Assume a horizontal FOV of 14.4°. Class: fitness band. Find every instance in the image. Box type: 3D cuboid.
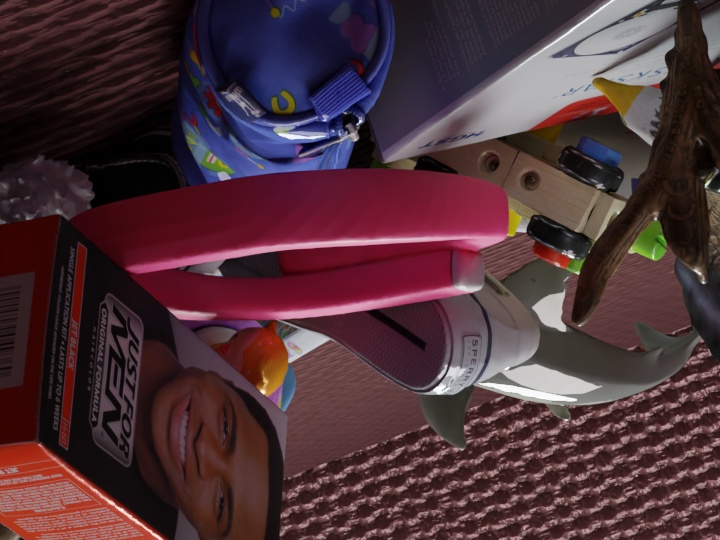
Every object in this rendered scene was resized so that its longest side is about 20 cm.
[{"bbox_3d":[-0.032,-0.008,1.185,0.199,0.038,0.143,-11,168,39],"label":"fitness band"}]

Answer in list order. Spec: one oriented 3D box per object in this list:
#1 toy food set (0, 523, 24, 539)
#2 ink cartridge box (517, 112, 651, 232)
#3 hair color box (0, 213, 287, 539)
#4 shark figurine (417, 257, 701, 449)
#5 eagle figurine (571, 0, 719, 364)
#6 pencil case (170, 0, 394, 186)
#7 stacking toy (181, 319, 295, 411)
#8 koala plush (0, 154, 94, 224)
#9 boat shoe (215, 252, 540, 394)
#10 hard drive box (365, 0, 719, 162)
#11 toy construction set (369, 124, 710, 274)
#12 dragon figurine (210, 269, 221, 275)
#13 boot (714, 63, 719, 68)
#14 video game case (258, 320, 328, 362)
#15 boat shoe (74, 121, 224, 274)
[{"bbox_3d":[-0.180,0.091,1.308,0.198,0.049,0.200,-40,-152,-1],"label":"toy food set"},{"bbox_3d":[0.182,-0.062,1.486,0.196,0.044,0.200,4,-159,38],"label":"ink cartridge box"},{"bbox_3d":[-0.102,0.068,1.171,0.061,0.102,0.200,-9,151,23],"label":"hair color box"},{"bbox_3d":[0.098,0.022,1.357,0.213,0.128,0.090,9,126,-21],"label":"shark figurine"},{"bbox_3d":[0.160,-0.041,1.147,0.151,0.151,0.200,-33,157,17],"label":"eagle figurine"},{"bbox_3d":[-0.032,-0.073,1.141,0.078,0.087,0.200,-28,174,-10],"label":"pencil case"},{"bbox_3d":[-0.075,0.056,1.349,0.116,0.110,0.200,-60,-170,-17],"label":"stacking toy"},{"bbox_3d":[-0.209,0.024,1.229,0.177,0.184,0.200,-24,-168,46],"label":"koala plush"},{"bbox_3d":[0.000,0.000,1.304,0.067,0.200,0.074,-2,122,-42],"label":"boat shoe"},{"bbox_3d":[0.104,-0.124,1.158,0.155,0.077,0.200,-14,170,-30],"label":"hard drive box"},{"bbox_3d":[0.089,-0.047,1.310,0.199,0.093,0.131,12,180,25],"label":"toy construction set"},{"bbox_3d":[-0.043,-0.037,1.428,0.099,0.059,0.200,-13,173,-45],"label":"dragon figurine"},{"bbox_3d":[0.208,-0.131,1.379,0.144,0.073,0.200,-27,165,34],"label":"boot"},{"bbox_3d":[-0.014,-0.005,1.575,0.200,0.018,0.143,-33,-158,56],"label":"video game case"},{"bbox_3d":[-0.125,-0.020,1.348,0.068,0.072,0.200,-14,176,-35],"label":"boat shoe"}]
